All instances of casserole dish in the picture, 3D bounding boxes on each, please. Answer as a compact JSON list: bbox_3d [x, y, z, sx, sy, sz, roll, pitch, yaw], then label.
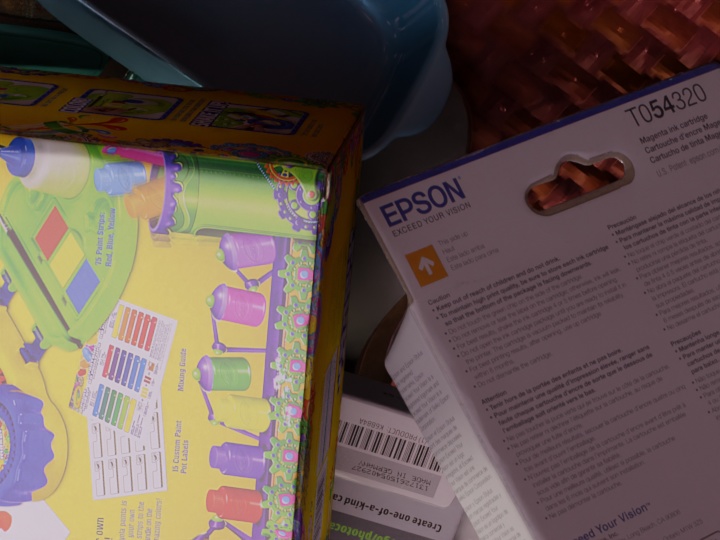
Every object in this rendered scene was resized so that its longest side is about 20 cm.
[{"bbox_3d":[-0.056,-0.113,1.092,0.200,0.121,0.039,35,142,-8],"label":"casserole dish"}]

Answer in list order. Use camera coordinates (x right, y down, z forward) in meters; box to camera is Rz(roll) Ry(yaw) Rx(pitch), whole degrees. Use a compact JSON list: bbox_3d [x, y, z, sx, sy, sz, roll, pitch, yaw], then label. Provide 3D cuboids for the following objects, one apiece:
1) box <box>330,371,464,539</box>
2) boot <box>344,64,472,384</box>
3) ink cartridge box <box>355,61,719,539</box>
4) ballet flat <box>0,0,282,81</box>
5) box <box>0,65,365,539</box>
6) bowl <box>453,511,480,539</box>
[{"bbox_3d":[-0.054,0.132,1.132,0.155,0.041,0.201,17,102,-13],"label":"box"},{"bbox_3d":[0.000,0.000,1.180,0.073,0.075,0.201,29,111,17],"label":"boot"},{"bbox_3d":[0.110,0.037,1.062,0.201,0.196,0.043,62,145,11],"label":"ink cartridge box"},{"bbox_3d":[-0.099,-0.101,1.130,0.199,0.071,0.071,11,128,-25],"label":"ballet flat"},{"bbox_3d":[-0.105,0.037,1.014,0.192,0.122,0.201,7,105,5],"label":"box"},{"bbox_3d":[0.091,0.136,1.158,0.201,0.094,0.201,36,144,31],"label":"bowl"}]
